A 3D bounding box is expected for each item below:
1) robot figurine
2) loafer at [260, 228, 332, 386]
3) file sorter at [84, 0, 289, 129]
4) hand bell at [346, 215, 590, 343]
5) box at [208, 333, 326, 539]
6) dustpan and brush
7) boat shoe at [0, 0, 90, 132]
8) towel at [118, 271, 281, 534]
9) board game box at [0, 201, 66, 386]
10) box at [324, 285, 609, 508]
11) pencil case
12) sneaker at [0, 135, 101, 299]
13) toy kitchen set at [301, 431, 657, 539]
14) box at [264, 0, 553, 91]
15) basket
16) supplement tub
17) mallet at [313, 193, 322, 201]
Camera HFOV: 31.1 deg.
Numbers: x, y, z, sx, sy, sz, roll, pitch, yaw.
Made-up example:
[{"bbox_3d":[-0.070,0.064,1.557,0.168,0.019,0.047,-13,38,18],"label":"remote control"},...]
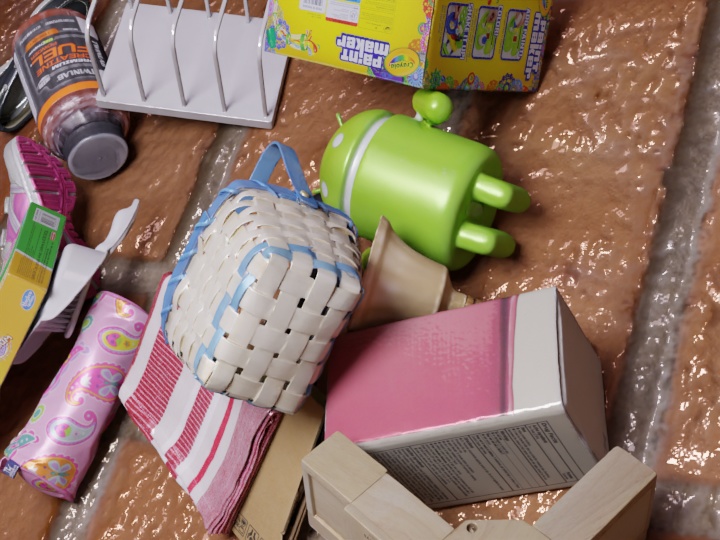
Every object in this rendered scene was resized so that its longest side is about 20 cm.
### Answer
[{"bbox_3d":[0.049,-0.073,1.163,0.198,0.115,0.178,23,99,23],"label":"robot figurine"},{"bbox_3d":[-0.064,0.049,1.144,0.071,0.072,0.202,34,107,38],"label":"loafer"},{"bbox_3d":[-0.182,-0.256,1.384,0.197,0.125,0.141,7,60,6],"label":"file sorter"},{"bbox_3d":[0.095,0.034,1.070,0.197,0.104,0.105,18,65,1],"label":"hand bell"},{"bbox_3d":[-0.104,0.137,1.130,0.200,0.021,0.166,39,118,41],"label":"box"},{"bbox_3d":[-0.277,0.002,1.296,0.139,0.057,0.202,-40,29,57],"label":"dustpan and brush"},{"bbox_3d":[-0.391,-0.256,1.590,0.060,0.075,0.201,36,93,42],"label":"boat shoe"},{"bbox_3d":[-0.149,0.115,1.148,0.200,0.023,0.145,46,122,38],"label":"towel"},{"bbox_3d":[-0.357,0.053,1.285,0.201,0.040,0.154,-59,18,22],"label":"board game box"},{"bbox_3d":[0.085,0.108,1.027,0.197,0.128,0.110,-14,52,21],"label":"box"},{"bbox_3d":[-0.269,0.121,1.253,0.087,0.088,0.202,16,70,36],"label":"pencil case"},{"bbox_3d":[-0.354,-0.048,1.392,0.087,0.081,0.203,-26,71,21],"label":"sneaker"},{"bbox_3d":[0.086,0.203,0.985,0.180,0.165,0.199,-35,52,-29],"label":"toy kitchen set"},{"bbox_3d":[0.049,-0.249,1.225,0.198,0.191,0.124,20,108,38],"label":"box"},{"bbox_3d":[-0.083,0.010,1.033,0.178,0.138,0.201,-60,32,20],"label":"basket"},{"bbox_3d":[-0.326,-0.199,1.480,0.106,0.107,0.201,-32,57,7],"label":"supplement tub"},{"bbox_3d":[0.000,0.000,1.215,0.065,0.041,0.202,-25,55,10],"label":"mallet"}]
